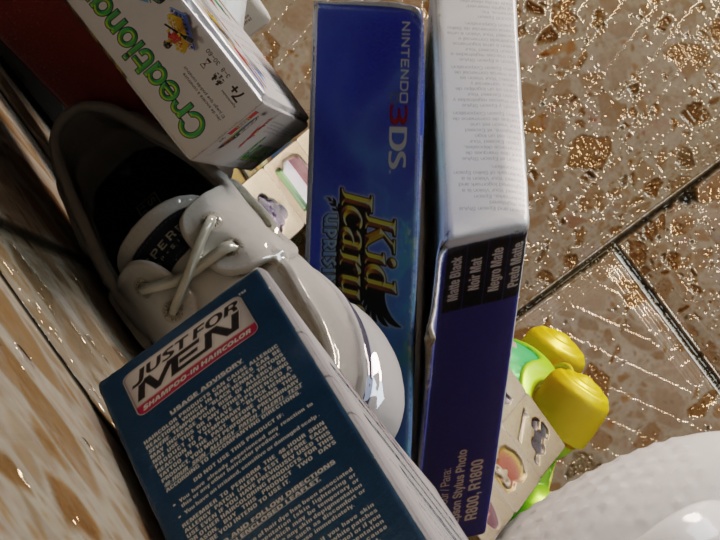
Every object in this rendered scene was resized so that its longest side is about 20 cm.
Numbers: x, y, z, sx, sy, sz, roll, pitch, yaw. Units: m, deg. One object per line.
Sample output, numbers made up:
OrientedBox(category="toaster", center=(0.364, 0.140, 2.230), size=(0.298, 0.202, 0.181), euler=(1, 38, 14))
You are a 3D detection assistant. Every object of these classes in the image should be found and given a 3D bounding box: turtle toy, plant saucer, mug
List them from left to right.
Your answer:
OrientedBox(category="plant saucer", center=(-0.155, -0.151, 0.891), size=(0.200, 0.037, 0.200), euler=(57, 5, 32))
OrientedBox(category="turtle toy", center=(0.049, 0.092, 1.233), size=(0.101, 0.146, 0.200), euler=(32, 10, -11))
OrientedBox(category="mug", center=(0.129, 0.157, 1.108), size=(0.148, 0.175, 0.200), euler=(54, 1, 18))

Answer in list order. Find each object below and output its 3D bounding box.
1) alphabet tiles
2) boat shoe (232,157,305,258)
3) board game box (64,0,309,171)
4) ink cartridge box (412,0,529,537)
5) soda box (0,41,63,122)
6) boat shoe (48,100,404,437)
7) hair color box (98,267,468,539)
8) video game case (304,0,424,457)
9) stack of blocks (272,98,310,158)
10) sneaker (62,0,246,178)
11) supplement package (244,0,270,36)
OrientedBox(category="alphabet tiles", center=(0.019, 0.027, 1.118), size=(0.200, 0.008, 0.167), euler=(54, 36, -6))
OrientedBox(category="boat shoe", center=(-0.071, -0.025, 1.137), size=(0.076, 0.072, 0.200), euler=(32, 22, -48))
OrientedBox(category="board game box", center=(-0.074, -0.095, 0.842), size=(0.126, 0.035, 0.200), euler=(52, 3, 1))
OrientedBox(category="ink cartridge box", center=(0.042, 0.015, 0.996), size=(0.200, 0.040, 0.201), euler=(93, 0, -49))
OrientedBox(category="soda box", center=(-0.162, -0.155, 1.101), size=(0.200, 0.071, 0.063), euler=(53, 5, -20))
OrientedBox(category="boat shoe", center=(-0.054, 0.001, 0.837), size=(0.066, 0.072, 0.200), euler=(45, 6, -43))
OrientedBox(category="hair color box", center=(0.003, 0.090, 0.607), size=(0.100, 0.060, 0.200), euler=(54, 1, -31))
OrientedBox(category="video game case", center=(0.000, 0.000, 0.957), size=(0.181, 0.045, 0.201), euler=(-123, -145, -88))
OrientedBox(category="stack of blocks", center=(-0.025, -0.004, 1.238), size=(0.059, 0.115, 0.200), euler=(53, 1, -29))
OrientedBox(category="sneaker", center=(-0.098, -0.115, 1.027), size=(0.082, 0.074, 0.201), euler=(22, 50, -40))
OrientedBox(category="supplement package", center=(-0.156, -0.187, 1.219), size=(0.200, 0.117, 0.117), euler=(54, 1, -39))
